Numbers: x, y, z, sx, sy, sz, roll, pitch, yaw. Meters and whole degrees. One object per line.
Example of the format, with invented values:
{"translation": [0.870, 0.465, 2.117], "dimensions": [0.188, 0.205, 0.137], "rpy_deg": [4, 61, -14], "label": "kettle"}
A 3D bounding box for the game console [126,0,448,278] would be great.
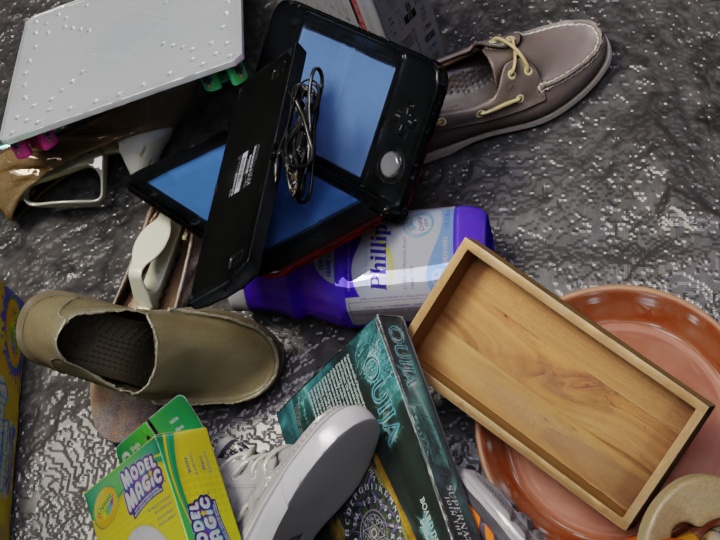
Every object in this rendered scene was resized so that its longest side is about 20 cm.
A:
{"translation": [-0.058, -0.104, 1.071], "dimensions": [0.199, 0.118, 0.174], "rpy_deg": [31, 108, 42], "label": "game console"}

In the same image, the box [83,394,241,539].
{"translation": [-0.126, 0.197, 0.985], "dimensions": [0.117, 0.048, 0.201], "rpy_deg": [-39, 62, 44], "label": "box"}

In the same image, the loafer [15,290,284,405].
{"translation": [-0.145, 0.062, 1.039], "dimensions": [0.198, 0.067, 0.077], "rpy_deg": [7, 98, -22], "label": "loafer"}

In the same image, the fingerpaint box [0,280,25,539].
{"translation": [-0.349, 0.113, 1.103], "dimensions": [0.165, 0.073, 0.202], "rpy_deg": [-5, 67, 10], "label": "fingerpaint box"}

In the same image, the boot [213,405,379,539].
{"translation": [-0.068, 0.144, 0.989], "dimensions": [0.096, 0.073, 0.201], "rpy_deg": [47, 120, 28], "label": "boot"}

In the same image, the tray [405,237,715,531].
{"translation": [0.128, 0.074, 0.983], "dimensions": [0.199, 0.037, 0.099], "rpy_deg": [36, 100, 20], "label": "tray"}

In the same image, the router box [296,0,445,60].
{"translation": [-0.027, -0.247, 1.117], "dimensions": [0.179, 0.200, 0.049], "rpy_deg": [41, 81, 24], "label": "router box"}

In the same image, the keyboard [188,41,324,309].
{"translation": [-0.063, -0.066, 1.021], "dimensions": [0.104, 0.039, 0.201], "rpy_deg": [-27, 44, 45], "label": "keyboard"}

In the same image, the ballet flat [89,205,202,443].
{"translation": [-0.167, 0.029, 1.103], "dimensions": [0.067, 0.067, 0.202], "rpy_deg": [9, 70, 16], "label": "ballet flat"}

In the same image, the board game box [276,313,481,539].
{"translation": [0.012, 0.150, 0.982], "dimensions": [0.135, 0.028, 0.201], "rpy_deg": [-45, 51, 38], "label": "board game box"}

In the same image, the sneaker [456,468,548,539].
{"translation": [0.092, 0.233, 0.939], "dimensions": [0.112, 0.078, 0.201], "rpy_deg": [-38, 71, 8], "label": "sneaker"}

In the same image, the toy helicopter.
{"translation": [0.265, 0.210, 0.921], "dimensions": [0.132, 0.079, 0.200], "rpy_deg": [-44, 88, -10], "label": "toy helicopter"}

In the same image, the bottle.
{"translation": [0.000, 0.000, 1.080], "dimensions": [0.198, 0.065, 0.084], "rpy_deg": [-4, 61, 11], "label": "bottle"}

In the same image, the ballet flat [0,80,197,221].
{"translation": [-0.212, -0.094, 1.173], "dimensions": [0.199, 0.068, 0.073], "rpy_deg": [-23, 84, 2], "label": "ballet flat"}

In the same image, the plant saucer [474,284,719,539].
{"translation": [0.180, 0.108, 1.014], "dimensions": [0.198, 0.032, 0.202], "rpy_deg": [-4, 67, 10], "label": "plant saucer"}

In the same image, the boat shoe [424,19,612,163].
{"translation": [0.101, -0.146, 1.123], "dimensions": [0.199, 0.060, 0.072], "rpy_deg": [-22, 64, 2], "label": "boat shoe"}

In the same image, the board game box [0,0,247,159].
{"translation": [-0.184, -0.178, 1.167], "dimensions": [0.198, 0.026, 0.201], "rpy_deg": [-18, 37, 8], "label": "board game box"}
